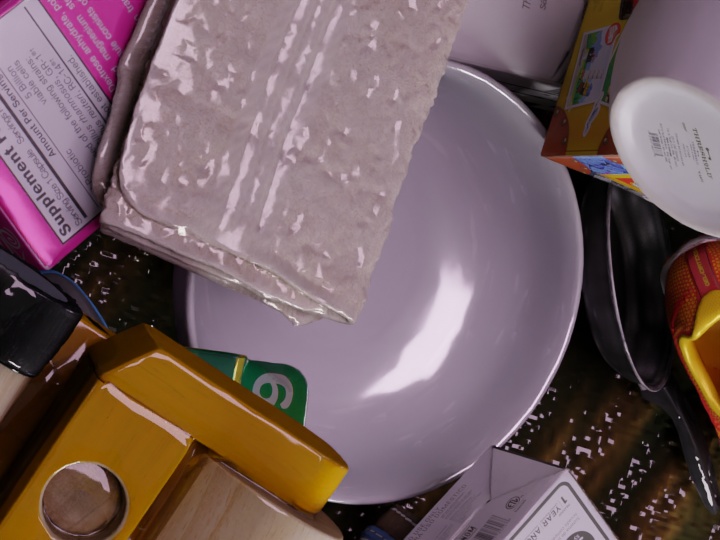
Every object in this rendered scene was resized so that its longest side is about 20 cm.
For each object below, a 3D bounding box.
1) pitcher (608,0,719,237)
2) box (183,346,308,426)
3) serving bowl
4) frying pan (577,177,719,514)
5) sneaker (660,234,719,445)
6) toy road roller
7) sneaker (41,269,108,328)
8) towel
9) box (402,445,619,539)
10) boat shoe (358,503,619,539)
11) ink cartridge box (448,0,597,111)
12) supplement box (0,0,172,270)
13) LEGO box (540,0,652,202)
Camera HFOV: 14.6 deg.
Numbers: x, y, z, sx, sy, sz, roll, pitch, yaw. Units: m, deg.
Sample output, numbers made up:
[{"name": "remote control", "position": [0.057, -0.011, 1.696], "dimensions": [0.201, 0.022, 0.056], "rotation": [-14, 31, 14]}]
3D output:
[{"name": "pitcher", "position": [0.199, -0.085, 1.168], "dimensions": [0.200, 0.121, 0.172], "rotation": [-45, 126, -31]}, {"name": "box", "position": [-0.125, 0.082, 1.142], "dimensions": [0.199, 0.048, 0.118], "rotation": [7, 89, 2]}, {"name": "serving bowl", "position": [0.000, 0.000, 1.255], "dimensions": [0.199, 0.066, 0.201], "rotation": [-6, 103, -27]}, {"name": "frying pan", "position": [0.139, 0.022, 1.347], "dimensions": [0.190, 0.031, 0.115], "rotation": [60, 30, -48]}, {"name": "sneaker", "position": [0.196, 0.072, 1.336], "dimensions": [0.073, 0.077, 0.200], "rotation": [-27, 125, 17]}, {"name": "toy road roller", "position": [-0.113, 0.068, 1.057], "dimensions": [0.200, 0.146, 0.123], "rotation": [34, 93, -12]}, {"name": "sneaker", "position": [-0.139, 0.101, 1.188], "dimensions": [0.082, 0.073, 0.201], "rotation": [-5, 90, -25]}, {"name": "towel", "position": [-0.027, -0.087, 1.158], "dimensions": [0.132, 0.034, 0.201], "rotation": [26, 78, -28]}, {"name": "box", "position": [0.087, 0.189, 1.227], "dimensions": [0.117, 0.060, 0.200], "rotation": [-47, 117, -18]}, {"name": "boat shoe", "position": [0.084, 0.141, 1.295], "dimensions": [0.200, 0.072, 0.073], "rotation": [29, 90, -36]}, {"name": "ink cartridge box", "position": [0.092, -0.152, 1.301], "dimensions": [0.199, 0.084, 0.147], "rotation": [12, 85, -27]}, {"name": "supplement box", "position": [-0.107, -0.099, 1.191], "dimensions": [0.200, 0.101, 0.104], "rotation": [-40, 108, -21]}, {"name": "LEGO box", "position": [0.186, -0.118, 1.260], "dimensions": [0.148, 0.077, 0.201], "rotation": [22, 81, -27]}]
